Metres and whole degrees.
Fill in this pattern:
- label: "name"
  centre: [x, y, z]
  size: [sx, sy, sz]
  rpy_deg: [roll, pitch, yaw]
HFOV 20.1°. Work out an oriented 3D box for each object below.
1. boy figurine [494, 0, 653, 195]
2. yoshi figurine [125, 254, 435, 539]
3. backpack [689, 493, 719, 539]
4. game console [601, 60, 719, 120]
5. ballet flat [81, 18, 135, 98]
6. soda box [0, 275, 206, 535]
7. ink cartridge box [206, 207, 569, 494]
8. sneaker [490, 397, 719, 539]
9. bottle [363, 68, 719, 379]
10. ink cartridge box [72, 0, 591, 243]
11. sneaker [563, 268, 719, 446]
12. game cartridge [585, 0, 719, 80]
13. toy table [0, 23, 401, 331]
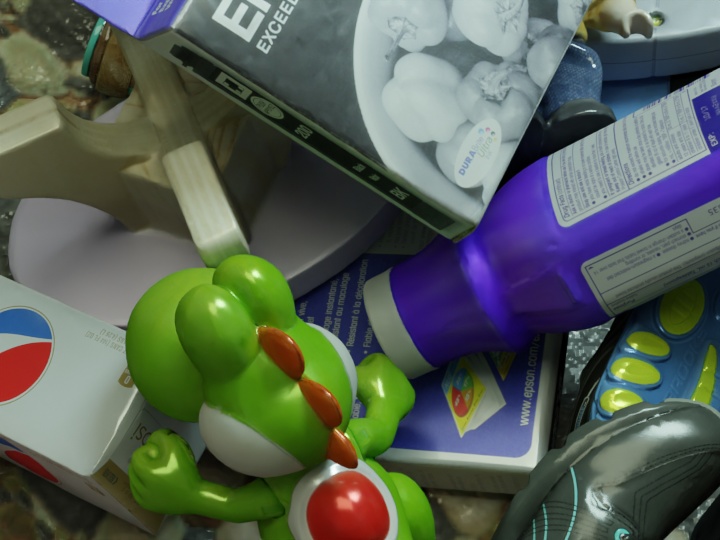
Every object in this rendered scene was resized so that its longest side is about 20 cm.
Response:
- label: "boy figurine"
  centre: [0.073, -0.125, 0.931]
  size: [0.123, 0.065, 0.201]
  rpy_deg: [2, 53, -8]
- label: "yoshi figurine"
  centre: [-0.033, 0.072, 0.813]
  size: [0.111, 0.201, 0.113]
  rpy_deg: [-9, 34, 19]
- label: "backpack"
  centre: [0.202, 0.124, 0.759]
  size: [0.152, 0.201, 0.192]
  rpy_deg: [3, 57, -8]
- label: "game console"
  centre: [0.111, -0.116, 1.017]
  size: [0.198, 0.031, 0.178]
  rpy_deg: [1, 56, 7]
- label: "ballet flat"
  centre: [-0.082, -0.167, 1.054]
  size: [0.072, 0.068, 0.201]
  rpy_deg: [20, 57, -5]
- label: "soda box"
  centre: [-0.160, 0.042, 0.889]
  size: [0.199, 0.068, 0.064]
  rpy_deg: [21, 72, 31]
- label: "ink cartridge box"
  centre: [0.000, 0.000, 0.933]
  size: [0.198, 0.047, 0.199]
  rpy_deg: [3, 64, 15]
- label: "sneaker"
  centre: [0.072, 0.130, 0.761]
  size: [0.200, 0.076, 0.079]
  rpy_deg: [-39, 50, -7]
- label: "bottle"
  centre: [0.097, -0.017, 0.840]
  size: [0.199, 0.066, 0.084]
  rpy_deg: [-27, 22, 16]
- label: "ink cartridge box"
  centre: [0.003, -0.146, 0.822]
  size: [0.199, 0.043, 0.199]
  rpy_deg: [31, 70, -8]
- label: "sneaker"
  centre: [0.137, 0.029, 0.893]
  size: [0.071, 0.083, 0.200]
  rpy_deg: [40, 50, -2]
- label: "game cartridge"
  centre: [0.093, -0.158, 1.011]
  size: [0.198, 0.041, 0.134]
  rpy_deg: [6, 57, 9]
- label: "toy table"
  centre: [-0.075, -0.059, 0.888]
  size: [0.199, 0.117, 0.184]
  rpy_deg: [-34, 61, -7]
